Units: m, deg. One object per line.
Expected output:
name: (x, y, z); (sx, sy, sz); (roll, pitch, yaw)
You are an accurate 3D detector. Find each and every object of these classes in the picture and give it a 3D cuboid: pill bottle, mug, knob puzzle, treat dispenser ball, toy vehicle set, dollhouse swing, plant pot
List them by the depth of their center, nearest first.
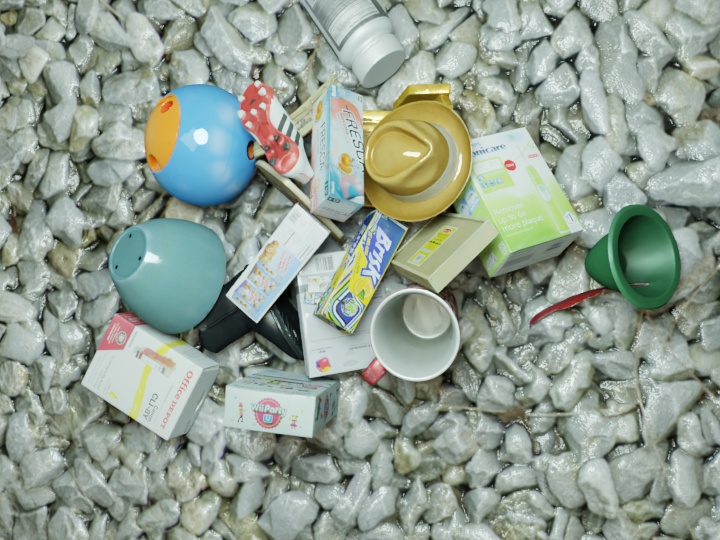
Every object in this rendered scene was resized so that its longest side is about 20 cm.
toy vehicle set: (0.120, -0.035, 0.952); (0.124, 0.200, 0.027); (-43, 106, -4)
mug: (0.078, 0.087, 0.985); (0.174, 0.200, 0.137); (-17, 93, 14)
knob puzzle: (-0.097, -0.127, 1.031); (0.219, 0.220, 0.031); (42, 87, 9)
dollhouse swing: (0.044, -0.199, 1.035); (0.171, 0.182, 0.206); (4, 88, -10)
plant pot: (-0.350, -0.006, 1.061); (0.196, 0.134, 0.205); (-11, 67, 27)
treat dispenser ball: (-0.270, -0.215, 1.062); (0.195, 0.201, 0.207); (0, 87, 9)
pill bottle: (-0.012, -0.430, 1.075); (0.113, 0.114, 0.202); (-34, 83, 6)

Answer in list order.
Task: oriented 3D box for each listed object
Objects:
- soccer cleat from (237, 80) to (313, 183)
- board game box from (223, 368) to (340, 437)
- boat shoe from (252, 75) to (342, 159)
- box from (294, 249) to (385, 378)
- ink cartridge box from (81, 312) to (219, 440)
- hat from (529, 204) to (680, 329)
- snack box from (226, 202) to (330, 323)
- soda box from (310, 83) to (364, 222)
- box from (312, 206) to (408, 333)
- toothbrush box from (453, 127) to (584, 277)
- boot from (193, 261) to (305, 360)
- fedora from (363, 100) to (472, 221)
soccer cleat: (-0.132, -0.216, 0.967); (0.068, 0.085, 0.202); (-38, 58, 13)
board game box: (-0.122, 0.214, 1.015); (0.144, 0.200, 0.066); (5, 88, 9)
boat shoe: (-0.106, -0.257, 1.046); (0.198, 0.073, 0.063); (-36, 102, -19)
box: (-0.030, 0.070, 1.063); (0.152, 0.041, 0.205); (-8, 85, -14)
ink cartridge box: (-0.378, 0.188, 1.117); (0.197, 0.083, 0.147); (29, 92, 9)
hat: (0.401, -0.006, 1.035); (0.196, 0.175, 0.170); (-5, 83, -29)
snack box: (-0.136, -0.011, 1.011); (0.072, 0.024, 0.201); (40, 105, -3)
soda box: (-0.036, -0.185, 0.965); (0.062, 0.068, 0.205); (12, 64, -29)
box: (0.000, 0.000, 1.021); (0.064, 0.070, 0.203); (31, 78, -12)
toothbrush box: (0.235, -0.112, 0.983); (0.143, 0.087, 0.203); (-15, 66, -20)
boot: (-0.199, 0.103, 1.100); (0.166, 0.077, 0.202); (-32, 99, 19)
fedora: (0.070, -0.173, 0.939); (0.197, 0.081, 0.206); (-2, 86, 31)
